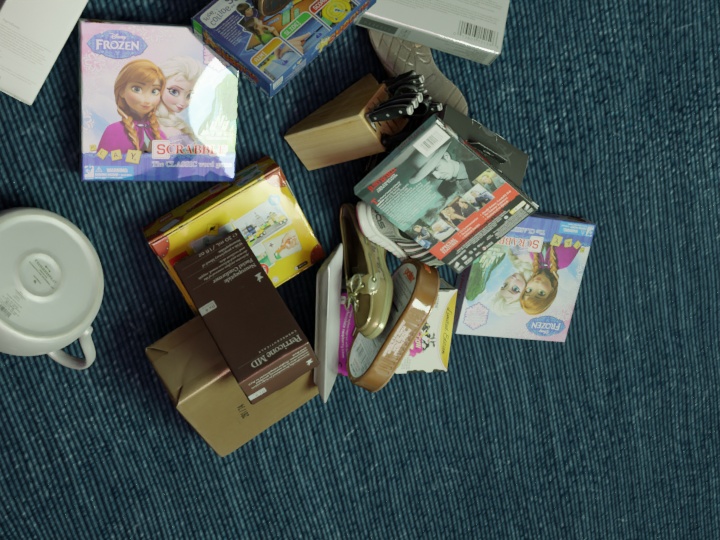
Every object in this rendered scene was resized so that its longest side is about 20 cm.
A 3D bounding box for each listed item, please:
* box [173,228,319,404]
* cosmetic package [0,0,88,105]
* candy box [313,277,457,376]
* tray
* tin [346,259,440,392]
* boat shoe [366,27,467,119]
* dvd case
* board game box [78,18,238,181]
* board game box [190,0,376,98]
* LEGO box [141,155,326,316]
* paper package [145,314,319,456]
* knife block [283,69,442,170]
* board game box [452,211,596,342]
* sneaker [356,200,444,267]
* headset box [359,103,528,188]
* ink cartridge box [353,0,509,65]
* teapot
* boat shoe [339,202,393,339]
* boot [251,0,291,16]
[{"bbox_3d":[-0.145,0.055,1.255,0.100,0.200,0.075,-31,152,-7],"label":"box"},{"bbox_3d":[-0.381,-0.308,1.183,0.085,0.108,0.200,29,98,-26],"label":"cosmetic package"},{"bbox_3d":[0.036,0.083,1.494,0.200,0.061,0.137,-1,108,-20],"label":"candy box"},{"bbox_3d":[-0.046,0.070,1.377,0.022,0.107,0.200,5,109,8],"label":"tray"},{"bbox_3d":[0.042,0.076,1.392,0.042,0.112,0.200,24,105,-24],"label":"tin"},{"bbox_3d":[0.066,-0.269,1.373,0.076,0.072,0.200,-34,95,-19],"label":"boat shoe"},{"bbox_3d":[0.112,-0.093,1.292,0.200,0.022,0.146,34,117,-30],"label":"dvd case"},{"bbox_3d":[-0.258,-0.215,1.286,0.200,0.041,0.200,-3,109,-20],"label":"board game box"},{"bbox_3d":[-0.093,-0.325,1.249,0.135,0.034,0.200,41,71,10],"label":"board game box"},{"bbox_3d":[-0.171,-0.039,1.367,0.200,0.077,0.149,-31,116,-7],"label":"LEGO box"},{"bbox_3d":[-0.165,0.137,1.374,0.191,0.103,0.200,-33,147,-7],"label":"paper package"},{"bbox_3d":[0.004,-0.187,1.309,0.200,0.176,0.064,-33,115,7],"label":"knife block"},{"bbox_3d":[0.248,0.007,1.554,0.200,0.041,0.200,5,107,-21],"label":"board game box"},{"bbox_3d":[0.084,-0.056,1.392,0.200,0.087,0.074,27,56,-47],"label":"sneaker"},{"bbox_3d":[0.118,-0.141,1.364,0.149,0.200,0.075,27,67,-26],"label":"headset box"},{"bbox_3d":[0.103,-0.387,1.342,0.200,0.044,0.174,14,76,-12],"label":"ink cartridge box"},{"bbox_3d":[-0.430,0.024,1.264,0.197,0.146,0.200,3,74,-41],"label":"teapot"},{"bbox_3d":[0.000,0.000,1.398,0.063,0.200,0.073,16,145,-32],"label":"boat shoe"},{"bbox_3d":[-0.114,-0.389,1.221,0.097,0.200,0.075,17,148,10],"label":"boot"}]
